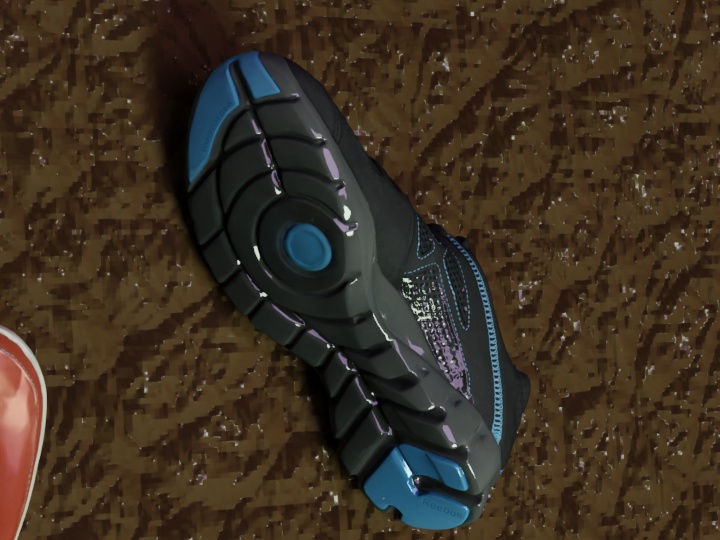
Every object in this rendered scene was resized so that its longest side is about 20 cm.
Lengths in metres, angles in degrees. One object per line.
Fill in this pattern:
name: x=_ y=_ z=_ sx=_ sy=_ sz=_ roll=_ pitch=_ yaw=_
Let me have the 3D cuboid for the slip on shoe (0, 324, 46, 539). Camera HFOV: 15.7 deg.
slip on shoe: x=-0.151 y=0.108 z=0.865 sx=0.074 sy=0.061 sz=0.200 roll=35 pitch=64 yaw=-27

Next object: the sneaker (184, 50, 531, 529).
sneaker: x=0.000 y=0.000 z=0.997 sx=0.082 sy=0.073 sz=0.200 roll=-50 pitch=120 yaw=-48
